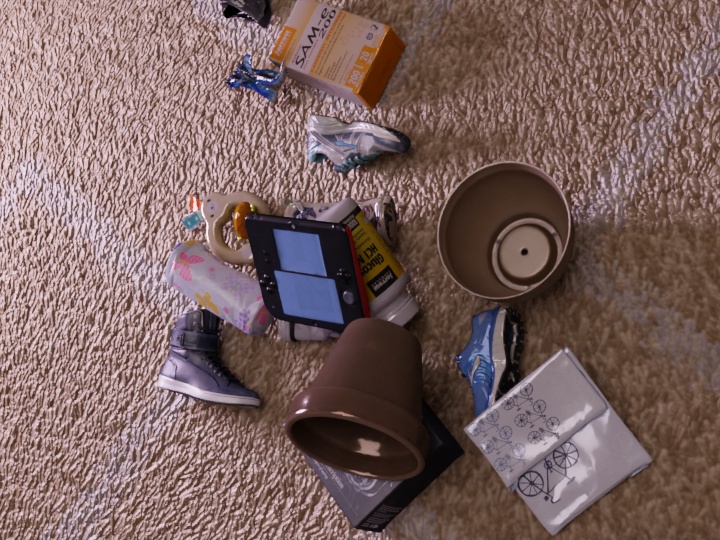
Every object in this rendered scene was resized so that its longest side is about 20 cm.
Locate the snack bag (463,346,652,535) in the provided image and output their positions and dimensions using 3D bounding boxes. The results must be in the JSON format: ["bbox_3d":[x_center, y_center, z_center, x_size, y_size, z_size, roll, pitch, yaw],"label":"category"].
[{"bbox_3d":[0.272,0.241,1.560,0.188,0.021,0.201,-38,85,8],"label":"snack bag"}]

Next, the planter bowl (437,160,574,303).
[{"bbox_3d":[0.225,-0.041,1.644,0.197,0.134,0.204,-7,72,23],"label":"planter bowl"}]

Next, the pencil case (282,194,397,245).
[{"bbox_3d":[-0.032,-0.078,1.803,0.197,0.090,0.078,-2,44,26],"label":"pencil case"}]

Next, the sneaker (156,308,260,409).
[{"bbox_3d":[-0.237,0.142,1.845,0.199,0.077,0.149,12,83,29],"label":"sneaker"}]

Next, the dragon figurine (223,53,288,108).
[{"bbox_3d":[-0.180,-0.329,1.921,0.098,0.200,0.060,23,87,-9],"label":"dragon figurine"}]

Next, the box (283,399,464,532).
[{"bbox_3d":[0.018,0.249,1.676,0.182,0.104,0.201,-44,62,6],"label":"box"}]

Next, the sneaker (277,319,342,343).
[{"bbox_3d":[-0.071,0.022,1.776,0.113,0.075,0.204,8,109,20],"label":"sneaker"}]

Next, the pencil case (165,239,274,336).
[{"bbox_3d":[-0.226,0.027,1.853,0.198,0.084,0.091,31,52,19],"label":"pencil case"}]

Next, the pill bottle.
[{"bbox_3d":[0.000,0.000,1.713,0.112,0.113,0.201,-35,98,12],"label":"pill bottle"}]

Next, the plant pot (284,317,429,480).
[{"bbox_3d":[0.013,0.167,1.553,0.197,0.201,0.177,3,58,26],"label":"plant pot"}]

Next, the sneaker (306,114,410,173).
[{"bbox_3d":[-0.005,-0.199,1.846,0.197,0.077,0.088,12,92,35],"label":"sneaker"}]

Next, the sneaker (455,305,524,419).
[{"bbox_3d":[0.186,0.155,1.650,0.088,0.078,0.204,-6,70,40],"label":"sneaker"}]

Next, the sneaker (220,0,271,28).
[{"bbox_3d":[-0.234,-0.508,2.043,0.197,0.060,0.106,21,80,25],"label":"sneaker"}]

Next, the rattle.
[{"bbox_3d":[-0.250,-0.091,1.889,0.198,0.142,0.132,31,108,23],"label":"rattle"}]

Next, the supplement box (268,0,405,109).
[{"bbox_3d":[-0.041,-0.369,1.902,0.198,0.073,0.128,24,86,29],"label":"supplement box"}]

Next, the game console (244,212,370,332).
[{"bbox_3d":[-0.079,0.004,1.675,0.197,0.179,0.031,8,36,35],"label":"game console"}]
